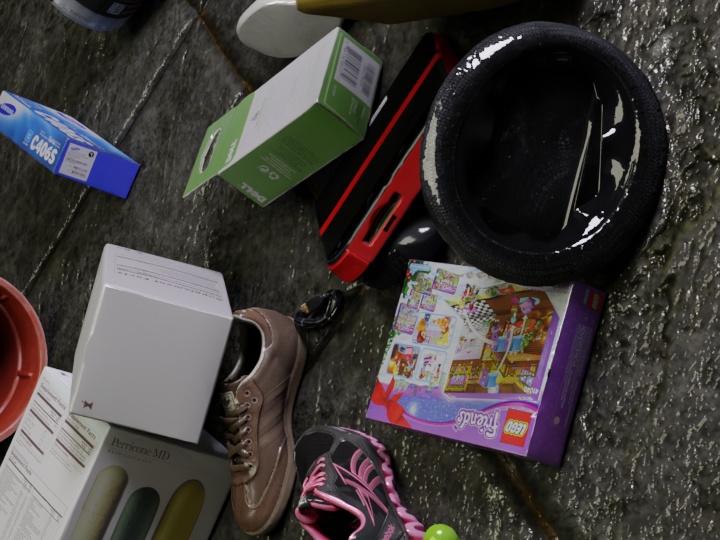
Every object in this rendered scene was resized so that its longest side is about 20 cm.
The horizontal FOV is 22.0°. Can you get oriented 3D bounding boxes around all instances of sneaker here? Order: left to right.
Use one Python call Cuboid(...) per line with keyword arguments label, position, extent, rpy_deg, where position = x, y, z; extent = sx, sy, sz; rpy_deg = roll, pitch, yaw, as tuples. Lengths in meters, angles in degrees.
Cuboid(label="sneaker", position=(-0.100, 0.131, 1.631), extent=(0.070, 0.075, 0.200), rpy_deg=(-16, 61, 48))
Cuboid(label="sneaker", position=(-0.035, -0.275, 1.758), extent=(0.200, 0.075, 0.089), rpy_deg=(-27, 41, 36))
Cuboid(label="sneaker", position=(-0.018, 0.184, 1.485), extent=(0.079, 0.095, 0.200), rpy_deg=(-60, 36, 16))

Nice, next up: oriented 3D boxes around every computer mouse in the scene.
Cuboid(label="computer mouse", position=(0.000, 0.000, 1.587), extent=(0.200, 0.034, 0.059), rpy_deg=(-34, 27, 41))

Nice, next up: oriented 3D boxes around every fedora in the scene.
Cuboid(label="fedora", position=(0.132, -0.083, 1.397), extent=(0.092, 0.200, 0.201), rpy_deg=(129, 156, -81))

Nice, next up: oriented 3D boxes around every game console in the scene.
Cuboid(label="game console", position=(0.027, -0.098, 1.583), extent=(0.200, 0.031, 0.177), rpy_deg=(-56, 17, 16))

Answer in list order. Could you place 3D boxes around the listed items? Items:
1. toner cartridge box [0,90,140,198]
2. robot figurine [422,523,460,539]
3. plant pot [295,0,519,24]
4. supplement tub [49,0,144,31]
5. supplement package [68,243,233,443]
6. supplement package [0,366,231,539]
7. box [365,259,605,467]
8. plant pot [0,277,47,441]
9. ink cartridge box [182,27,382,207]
Cuboid(label="toner cartridge box", position=(-0.328, -0.140, 2.037), extent=(0.200, 0.095, 0.043), rpy_deg=(33, 99, 53))
Cuboid(label="robot figurine", position=(0.056, 0.277, 1.326), extent=(0.200, 0.116, 0.176), rpy_deg=(-13, 55, 50))
Cuboid(label="plant pot", position=(0.076, -0.302, 1.488), extent=(0.200, 0.194, 0.196), rpy_deg=(2, 95, 25))
Cuboid(label="supplement tub", position=(-0.255, -0.367, 2.028), extent=(0.200, 0.122, 0.123), rpy_deg=(-40, 45, 33))
Cuboid(label="supplement package", position=(-0.190, 0.063, 1.672), extent=(0.200, 0.120, 0.121), rpy_deg=(-120, 47, -77))
Cuboid(label="supplement package", position=(-0.239, 0.221, 1.703), extent=(0.151, 0.152, 0.200), rpy_deg=(32, 99, 53))
Cuboid(label="box", position=(0.094, 0.068, 1.441), extent=(0.200, 0.039, 0.137), rpy_deg=(8, 80, 53))
Cuboid(label="plant pot", position=(-0.475, 0.097, 2.050), extent=(0.195, 0.201, 0.201), rpy_deg=(-1, 73, 61))
Cuboid(label="ink cartridge box", position=(-0.072, -0.128, 1.709), extent=(0.200, 0.059, 0.104), rpy_deg=(-32, 32, 39))
